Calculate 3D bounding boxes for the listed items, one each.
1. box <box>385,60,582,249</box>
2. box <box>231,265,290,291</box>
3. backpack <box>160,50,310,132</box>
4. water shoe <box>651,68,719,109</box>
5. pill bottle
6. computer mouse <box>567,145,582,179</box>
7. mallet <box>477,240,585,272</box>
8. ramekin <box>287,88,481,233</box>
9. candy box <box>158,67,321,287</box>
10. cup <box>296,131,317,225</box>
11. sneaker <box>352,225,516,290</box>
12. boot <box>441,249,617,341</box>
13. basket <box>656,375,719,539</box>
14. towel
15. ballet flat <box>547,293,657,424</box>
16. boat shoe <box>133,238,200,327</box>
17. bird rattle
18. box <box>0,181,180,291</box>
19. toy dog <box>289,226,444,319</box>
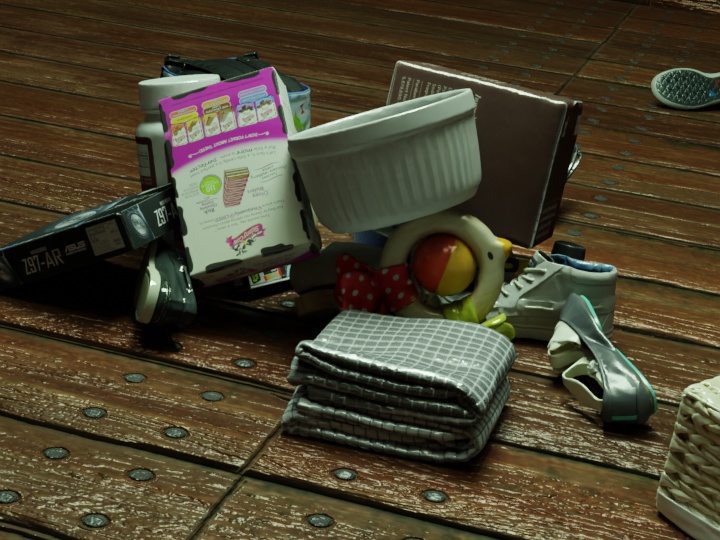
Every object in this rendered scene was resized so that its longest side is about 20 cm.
[{"bbox_3d":[0.131,-0.134,1.684,0.198,0.166,0.166,16,9,14],"label":"box"},{"bbox_3d":[-0.113,-0.086,1.690,0.109,0.203,0.035,-14,4,-41],"label":"box"},{"bbox_3d":[-0.167,-0.215,2.070,0.181,0.149,0.199,-9,22,-35],"label":"backpack"},{"bbox_3d":[0.602,-0.317,2.654,0.197,0.073,0.079,-2,-6,-13],"label":"water shoe"},{"bbox_3d":[-0.201,-0.121,1.728,0.112,0.203,0.114,-4,12,1],"label":"pill bottle"},{"bbox_3d":[0.195,-0.124,2.041,0.198,0.053,0.139,11,47,26],"label":"computer mouse"},{"bbox_3d":[0.178,0.005,1.680,0.198,0.067,0.041,-5,17,-40],"label":"mallet"},{"bbox_3d":[0.031,-0.110,1.528,0.197,0.106,0.200,-15,8,2],"label":"ramekin"},{"bbox_3d":[-0.129,-0.098,1.583,0.135,0.203,0.061,-14,-16,9],"label":"candy box"},{"bbox_3d":[-0.147,-0.134,1.876,0.197,0.145,0.201,4,22,-2],"label":"cup"},{"bbox_3d":[0.088,-0.027,1.767,0.197,0.082,0.115,11,15,4],"label":"sneaker"},{"bbox_3d":[0.181,0.021,1.622,0.197,0.097,0.074,6,21,2],"label":"boot"},{"bbox_3d":[0.363,0.175,1.236,0.134,0.125,0.199,-11,27,-34],"label":"basket"},{"bbox_3d":[0.038,0.099,1.407,0.197,0.087,0.166,10,21,13],"label":"towel"},{"bbox_3d":[0.228,0.089,1.498,0.072,0.074,0.201,-2,31,-17],"label":"ballet flat"},{"bbox_3d":[-0.202,0.014,1.587,0.065,0.075,0.199,16,7,-13],"label":"boat shoe"},{"bbox_3d":[0.072,0.014,1.534,0.198,0.165,0.113,25,7,13],"label":"bird rattle"},{"bbox_3d":[-0.288,-0.041,1.630,0.198,0.044,0.160,-15,11,29],"label":"box"},{"bbox_3d":[0.000,0.000,1.641,0.197,0.134,0.096,10,-11,-9],"label":"toy dog"}]
